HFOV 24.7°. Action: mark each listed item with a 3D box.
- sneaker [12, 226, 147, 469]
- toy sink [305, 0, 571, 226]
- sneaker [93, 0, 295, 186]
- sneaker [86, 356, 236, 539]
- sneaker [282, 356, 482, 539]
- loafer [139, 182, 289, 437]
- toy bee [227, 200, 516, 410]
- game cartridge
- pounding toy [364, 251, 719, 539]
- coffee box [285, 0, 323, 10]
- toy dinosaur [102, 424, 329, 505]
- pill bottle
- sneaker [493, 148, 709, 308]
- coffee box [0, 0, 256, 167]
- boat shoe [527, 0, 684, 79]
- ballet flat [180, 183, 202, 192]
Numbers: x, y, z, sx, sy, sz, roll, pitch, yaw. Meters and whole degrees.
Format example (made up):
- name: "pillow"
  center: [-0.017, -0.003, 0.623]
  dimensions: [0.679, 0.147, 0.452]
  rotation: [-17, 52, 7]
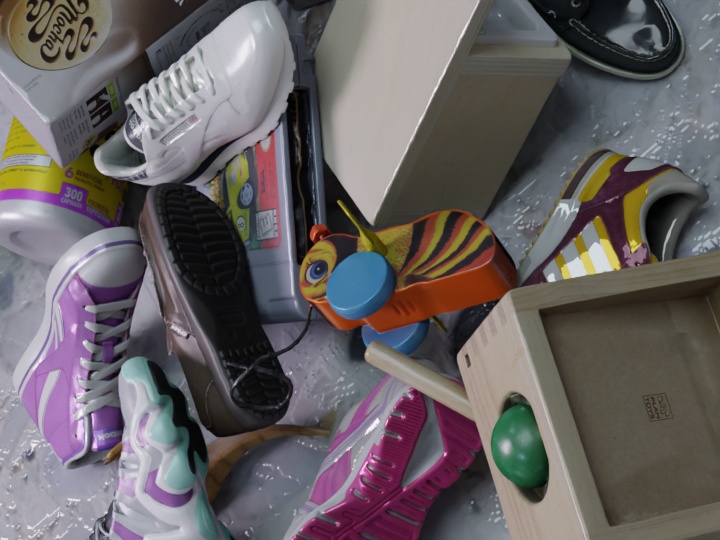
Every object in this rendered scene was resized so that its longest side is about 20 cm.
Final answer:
- name: "sneaker"
  center: [-0.188, 0.066, 1.210]
  dimensions: [0.115, 0.072, 0.201]
  rotation: [57, 138, 30]
- name: "toy sink"
  center: [0.057, -0.148, 1.128]
  dimensions: [0.131, 0.111, 0.201]
  rotation: [54, 133, 36]
- name: "sneaker"
  center: [-0.115, -0.117, 1.149]
  dimensions: [0.200, 0.080, 0.077]
  rotation: [-45, 55, 46]
- name: "sneaker"
  center: [-0.166, 0.171, 1.124]
  dimensions: [0.139, 0.078, 0.202]
  rotation: [-20, 88, 7]
- name: "sneaker"
  center: [0.012, 0.142, 1.095]
  dimensions: [0.201, 0.081, 0.088]
  rotation: [-53, 15, 15]
- name: "loafer"
  center: [-0.118, 0.030, 1.160]
  dimensions: [0.071, 0.073, 0.201]
  rotation: [-40, 60, 37]
- name: "toy bee"
  center: [0.000, 0.000, 1.087]
  dimensions: [0.198, 0.131, 0.109]
  rotation: [-10, 48, 1]
- name: "game cartridge"
  center: [-0.074, -0.061, 1.193]
  dimensions: [0.133, 0.041, 0.202]
  rotation: [-9, 85, 59]
- name: "pounding toy"
  center: [0.132, 0.088, 0.968]
  dimensions: [0.198, 0.142, 0.185]
  rotation: [-9, 69, -19]
- name: "coffee box"
  center: [0.008, -0.288, 1.267]
  dimensions: [0.199, 0.113, 0.080]
  rotation: [-15, 61, 24]
- name: "toy dinosaur"
  center: [-0.122, 0.149, 1.187]
  dimensions: [0.106, 0.060, 0.200]
  rotation: [43, 97, 6]
- name: "pill bottle"
  center: [-0.230, -0.112, 1.326]
  dimensions: [0.103, 0.104, 0.202]
  rotation: [-1, 68, 29]
- name: "sneaker"
  center: [0.153, 0.015, 1.068]
  dimensions: [0.090, 0.075, 0.201]
  rotation: [18, 79, 40]
- name: "coffee box"
  center: [-0.181, -0.188, 1.208]
  dimensions: [0.200, 0.080, 0.113]
  rotation: [-40, 76, -14]
- name: "boat shoe"
  center: [0.146, -0.213, 1.148]
  dimensions: [0.074, 0.066, 0.200]
  rotation: [-40, 76, -3]
- name: "ballet flat"
  center: [-0.161, -0.101, 1.277]
  dimensions: [0.056, 0.066, 0.201]
  rotation: [-20, 83, -20]
